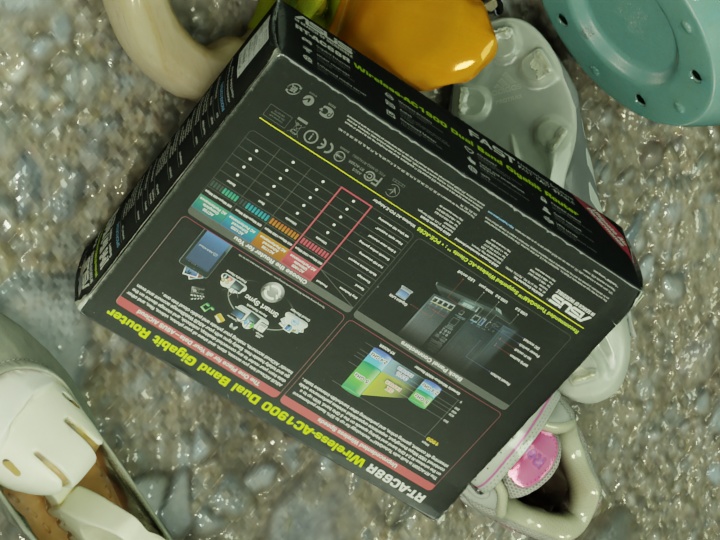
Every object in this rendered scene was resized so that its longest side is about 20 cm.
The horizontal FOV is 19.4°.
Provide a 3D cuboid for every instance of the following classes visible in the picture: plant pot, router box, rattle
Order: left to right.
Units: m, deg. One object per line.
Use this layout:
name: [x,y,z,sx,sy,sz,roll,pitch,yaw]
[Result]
rattle: [-0.055,-0.151,0.890,0.130,0.143,0.200,-39,127,-11]
router box: [0.000,0.000,0.914,0.200,0.062,0.150,33,113,-19]
plant pot: [0.186,-0.168,1.066,0.161,0.201,0.201,-38,119,-20]

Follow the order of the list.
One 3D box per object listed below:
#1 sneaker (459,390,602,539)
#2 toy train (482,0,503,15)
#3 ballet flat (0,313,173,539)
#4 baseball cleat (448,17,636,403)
sneaker: [0.057,0.068,1.034,0.200,0.088,0.081,39,84,-37]
toy train: [0.029,-0.211,1.021,0.046,0.034,0.200,-36,117,-29]
ballet flat: [-0.124,0.091,0.903,0.067,0.064,0.200,-46,122,-28]
baseball cleat: [0.094,-0.028,1.089,0.106,0.070,0.200,10,68,-78]
